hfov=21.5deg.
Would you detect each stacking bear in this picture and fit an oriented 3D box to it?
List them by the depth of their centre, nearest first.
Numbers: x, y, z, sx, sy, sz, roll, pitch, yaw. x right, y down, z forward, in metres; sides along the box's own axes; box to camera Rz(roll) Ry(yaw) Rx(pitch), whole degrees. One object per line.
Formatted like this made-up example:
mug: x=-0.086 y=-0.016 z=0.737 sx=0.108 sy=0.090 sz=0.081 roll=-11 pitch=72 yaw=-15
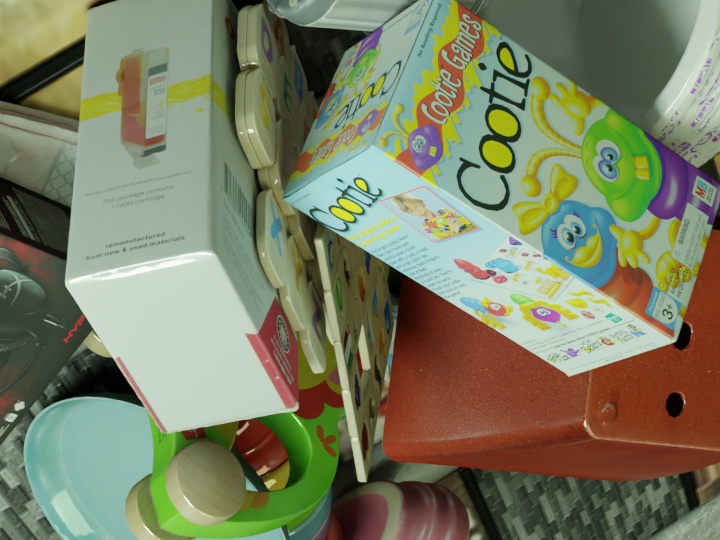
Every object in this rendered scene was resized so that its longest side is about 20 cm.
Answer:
stacking bear: x=-0.079 y=0.128 z=1.270 sx=0.114 sy=0.121 sz=0.201 roll=-52 pitch=147 yaw=-35

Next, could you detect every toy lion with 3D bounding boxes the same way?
toy lion: x=-0.067 y=0.060 z=1.151 sx=0.191 sy=0.201 sz=0.069 roll=-1 pitch=154 yaw=-39

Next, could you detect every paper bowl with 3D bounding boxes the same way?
paper bowl: x=0.168 y=-0.150 z=1.114 sx=0.104 sy=0.201 sz=0.201 roll=10 pitch=121 yaw=-39

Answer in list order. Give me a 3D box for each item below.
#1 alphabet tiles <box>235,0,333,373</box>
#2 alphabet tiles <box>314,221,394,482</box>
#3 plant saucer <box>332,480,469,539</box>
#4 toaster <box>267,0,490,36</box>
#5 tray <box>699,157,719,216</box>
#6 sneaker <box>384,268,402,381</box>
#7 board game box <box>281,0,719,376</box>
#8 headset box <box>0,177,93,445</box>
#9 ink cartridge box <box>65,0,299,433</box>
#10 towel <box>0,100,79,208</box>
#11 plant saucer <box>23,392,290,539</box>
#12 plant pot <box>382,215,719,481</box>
alphabet tiles: x=-0.035 y=-0.051 z=1.081 sx=0.015 sy=0.196 sz=0.200 roll=-10 pitch=139 yaw=11
alphabet tiles: x=0.000 y=0.000 z=1.145 sx=0.007 sy=0.200 sz=0.168 roll=-4 pitch=122 yaw=10
plant saucer: x=-0.010 y=0.224 z=1.363 sx=0.200 sy=0.201 sz=0.051 roll=-42 pitch=108 yaw=6
toaster: x=0.026 y=-0.219 z=1.025 sx=0.129 sy=0.114 sz=0.201 roll=6 pitch=122 yaw=-42
tray: x=0.243 y=0.001 z=1.319 sx=0.022 sy=0.201 sz=0.108 roll=-4 pitch=133 yaw=-2
sneaker: x=0.081 y=0.013 z=1.305 sx=0.199 sy=0.075 sz=0.087 roll=-14 pitch=128 yaw=-24
board game box: x=0.078 y=-0.043 z=1.019 sx=0.199 sy=0.105 sz=0.103 roll=31 pitch=64 yaw=-19
headset box: x=-0.252 y=0.012 z=1.023 sx=0.149 sy=0.077 sz=0.200 roll=-50 pitch=139 yaw=13
ink cartridge box: x=-0.092 y=-0.036 z=1.036 sx=0.083 sy=0.201 sz=0.145 roll=-12 pitch=140 yaw=12
towel: x=-0.240 y=-0.009 z=1.094 sx=0.190 sy=0.032 sz=0.201 roll=10 pitch=120 yaw=-39
plant saucer: x=-0.127 y=0.151 z=1.226 sx=0.201 sy=0.199 sz=0.027 roll=90 pitch=26 yaw=-42
plant pot: x=0.151 y=0.039 z=1.217 sx=0.199 sy=0.176 sz=0.201 roll=8 pitch=87 yaw=-30
